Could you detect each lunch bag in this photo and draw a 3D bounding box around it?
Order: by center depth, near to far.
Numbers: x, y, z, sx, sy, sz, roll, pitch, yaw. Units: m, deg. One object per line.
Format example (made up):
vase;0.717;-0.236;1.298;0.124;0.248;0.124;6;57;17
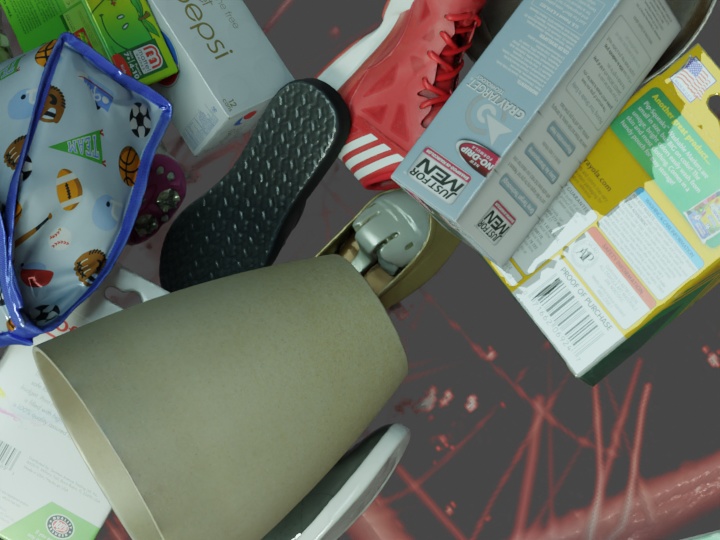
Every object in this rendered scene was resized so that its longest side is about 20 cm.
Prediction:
lunch bag;-0.237;-0.037;1.569;0.170;0.124;0.201;-12;55;46

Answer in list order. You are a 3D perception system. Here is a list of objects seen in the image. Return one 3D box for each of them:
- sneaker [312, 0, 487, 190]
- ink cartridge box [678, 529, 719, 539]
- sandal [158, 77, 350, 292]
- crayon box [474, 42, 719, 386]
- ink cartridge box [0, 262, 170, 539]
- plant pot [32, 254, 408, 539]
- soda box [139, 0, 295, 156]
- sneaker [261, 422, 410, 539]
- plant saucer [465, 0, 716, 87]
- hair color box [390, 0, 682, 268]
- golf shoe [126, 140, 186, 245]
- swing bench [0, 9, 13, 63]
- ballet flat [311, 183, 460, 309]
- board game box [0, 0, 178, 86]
sneaker;0.058;-0.131;1.588;0.200;0.078;0.116;-48;61;29
ink cartridge box;0.200;0.276;1.519;0.160;0.050;0.201;-16;74;13
sandal;-0.065;-0.045;1.640;0.075;0.048;0.201;49;118;17
crayon box;0.187;-0.035;1.578;0.200;0.052;0.126;-40;71;6
ink cartridge box;-0.196;0.091;1.639;0.117;0.067;0.200;30;89;-4
plant pot;-0.076;0.079;1.525;0.200;0.187;0.188;-31;72;-13
soda box;-0.132;-0.185;1.660;0.068;0.064;0.200;-28;82;-35
sneaker;-0.061;0.153;1.603;0.200;0.071;0.099;-46;76;8
plant saucer;0.153;-0.207;1.624;0.199;0.032;0.201;-5;77;21
hair color box;0.115;-0.109;1.538;0.061;0.099;0.200;36;88;28
golf shoe;-0.212;-0.032;1.692;0.200;0.075;0.092;-37;47;10
swing bench;-0.352;-0.195;1.726;0.199;0.130;0.200;-17;75;7
ballet flat;0.000;0.000;1.619;0.200;0.063;0.069;-46;69;3
board game box;-0.208;-0.207;1.639;0.101;0.048;0.201;-19;97;53
